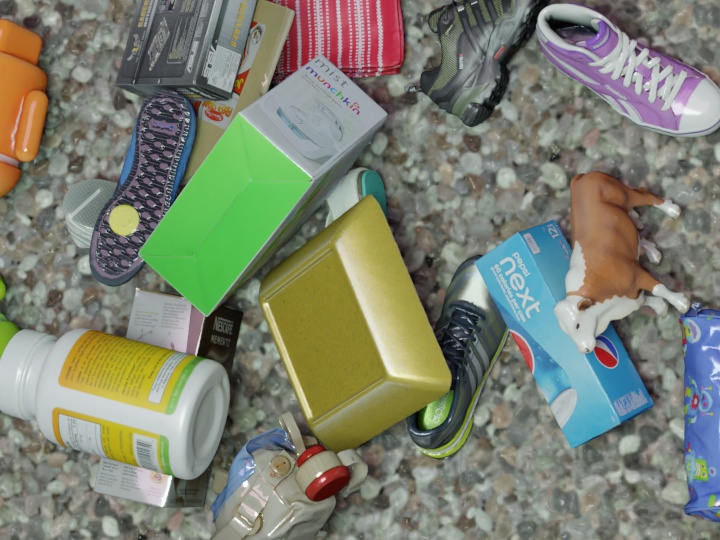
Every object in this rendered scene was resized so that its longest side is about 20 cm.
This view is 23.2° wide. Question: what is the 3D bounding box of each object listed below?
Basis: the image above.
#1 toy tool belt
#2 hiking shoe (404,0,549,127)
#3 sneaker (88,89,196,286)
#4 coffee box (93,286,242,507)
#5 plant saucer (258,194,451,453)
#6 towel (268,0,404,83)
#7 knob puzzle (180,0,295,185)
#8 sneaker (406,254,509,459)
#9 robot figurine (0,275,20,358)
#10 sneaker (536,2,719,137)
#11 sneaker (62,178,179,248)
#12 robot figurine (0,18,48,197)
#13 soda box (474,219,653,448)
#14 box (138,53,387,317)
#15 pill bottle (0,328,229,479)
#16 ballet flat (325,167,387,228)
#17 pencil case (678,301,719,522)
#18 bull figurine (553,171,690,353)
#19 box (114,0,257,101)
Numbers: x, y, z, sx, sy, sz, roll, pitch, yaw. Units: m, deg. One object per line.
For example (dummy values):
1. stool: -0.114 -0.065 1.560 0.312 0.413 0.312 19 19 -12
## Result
1. toy tool belt: -0.086 0.199 1.670 0.123 0.124 0.201 56 141 23
2. hiking shoe: 0.118 -0.248 1.718 0.100 0.076 0.201 27 91 12
3. sneaker: -0.208 -0.077 1.719 0.065 0.078 0.202 18 84 4
4. coffee box: -0.187 0.127 1.726 0.079 0.114 0.202 10 86 15
5. plant saucer: -0.021 0.059 1.670 0.200 0.048 0.201 -36 72 48
6. towel: -0.052 -0.266 1.789 0.198 0.022 0.146 -3 82 13
7. knob puzzle: -0.141 -0.178 1.753 0.219 0.030 0.222 -23 58 43
8. sneaker: 0.093 0.082 1.680 0.073 0.081 0.202 14 86 14
9. robot figurine: -0.425 0.073 1.789 0.199 0.116 0.176 33 93 15
10. sneaker: 0.252 -0.191 1.660 0.199 0.114 0.073 26 88 14
11. sneaker: -0.203 -0.039 1.778 0.198 0.080 0.071 14 63 -4
12. robot figurine: -0.394 -0.159 1.812 0.143 0.117 0.202 16 86 -6
13. soda box: 0.191 0.059 1.650 0.068 0.064 0.201 -35 78 42
14. box: -0.088 -0.081 1.653 0.097 0.177 0.200 41 126 2
15. pill bottle: -0.231 0.116 1.622 0.198 0.111 0.112 13 86 15
16. ballet flat: 0.000 0.000 1.729 0.069 0.069 0.202 -10 77 12
17. pencil case: 0.335 0.130 1.615 0.077 0.087 0.202 0 84 -10
18. bull figurine: 0.237 -0.007 1.622 0.121 0.065 0.201 19 52 -17
19. box: -0.164 -0.272 1.757 0.158 0.048 0.202 6 80 53
